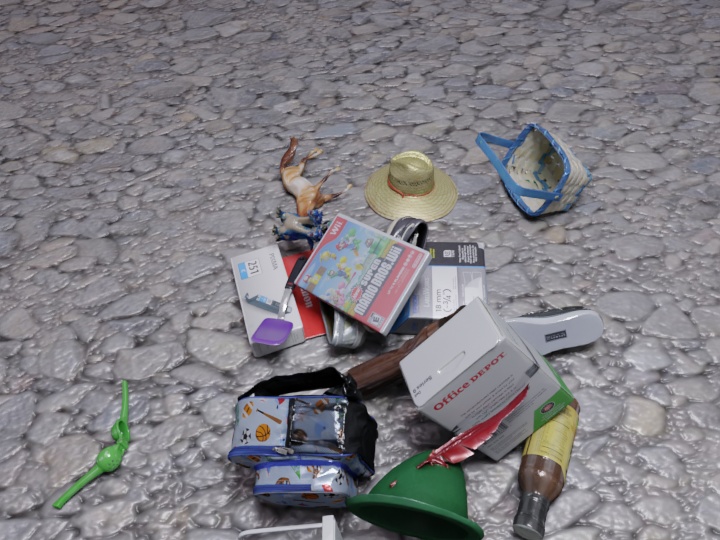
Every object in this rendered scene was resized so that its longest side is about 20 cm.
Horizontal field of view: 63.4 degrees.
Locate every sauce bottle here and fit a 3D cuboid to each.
[{"bbox_3d":[0.251,0.262,0.798,0.063,0.066,0.202,18,55,18],"label":"sauce bottle"}]

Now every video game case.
[{"bbox_3d":[0.000,0.000,0.929,0.197,0.017,0.145,25,78,35],"label":"video game case"}]

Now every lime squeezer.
[{"bbox_3d":[-0.372,0.257,0.868,0.069,0.038,0.203,-15,42,34],"label":"lime squeezer"}]

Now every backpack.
[{"bbox_3d":[-0.078,0.232,0.776,0.185,0.202,0.157,4,59,14],"label":"backpack"}]

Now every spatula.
[{"bbox_3d":[-0.123,0.047,0.973,0.055,0.021,0.203,8,49,11],"label":"spatula"}]

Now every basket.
[{"bbox_3d":[0.328,-0.191,1.115,0.196,0.140,0.179,10,42,-30],"label":"basket"}]

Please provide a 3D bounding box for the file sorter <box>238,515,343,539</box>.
[{"bbox_3d":[-0.077,0.405,0.649,0.121,0.141,0.204,-5,49,3],"label":"file sorter"}]

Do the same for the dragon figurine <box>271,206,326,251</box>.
[{"bbox_3d":[-0.104,-0.072,1.060,0.097,0.200,0.061,14,82,0],"label":"dragon figurine"}]

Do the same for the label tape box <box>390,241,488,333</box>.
[{"bbox_3d":[0.113,0.029,0.988,0.194,0.064,0.148,1,61,4],"label":"label tape box"}]

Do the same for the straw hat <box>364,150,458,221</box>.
[{"bbox_3d":[0.103,-0.194,1.180,0.195,0.086,0.205,-2,50,2],"label":"straw hat"}]

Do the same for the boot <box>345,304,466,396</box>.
[{"bbox_3d":[0.085,0.131,0.892,0.184,0.199,0.065,5,54,-53],"label":"boot"}]

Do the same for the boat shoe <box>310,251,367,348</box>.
[{"bbox_3d":[-0.049,0.039,0.978,0.063,0.075,0.205,5,50,-34],"label":"boat shoe"}]

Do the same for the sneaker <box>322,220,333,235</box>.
[{"bbox_3d":[-0.019,-0.032,1.052,0.198,0.073,0.090,21,93,53],"label":"sneaker"}]

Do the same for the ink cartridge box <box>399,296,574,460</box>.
[{"bbox_3d":[0.168,0.148,0.775,0.145,0.199,0.085,-41,37,14],"label":"ink cartridge box"}]

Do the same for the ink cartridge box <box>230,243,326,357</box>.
[{"bbox_3d":[-0.126,0.036,1.027,0.172,0.045,0.203,-16,50,-10],"label":"ink cartridge box"}]

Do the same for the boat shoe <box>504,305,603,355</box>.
[{"bbox_3d":[0.288,0.099,0.942,0.194,0.071,0.057,-9,14,5],"label":"boat shoe"}]

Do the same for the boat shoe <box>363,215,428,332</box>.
[{"bbox_3d":[0.057,0.003,0.940,0.062,0.072,0.204,-1,63,51],"label":"boat shoe"}]

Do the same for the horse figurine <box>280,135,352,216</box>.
[{"bbox_3d":[-0.110,-0.186,1.203,0.132,0.050,0.201,-38,64,-5],"label":"horse figurine"}]

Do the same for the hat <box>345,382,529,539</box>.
[{"bbox_3d":[0.093,0.235,0.750,0.194,0.167,0.180,13,58,3],"label":"hat"}]
